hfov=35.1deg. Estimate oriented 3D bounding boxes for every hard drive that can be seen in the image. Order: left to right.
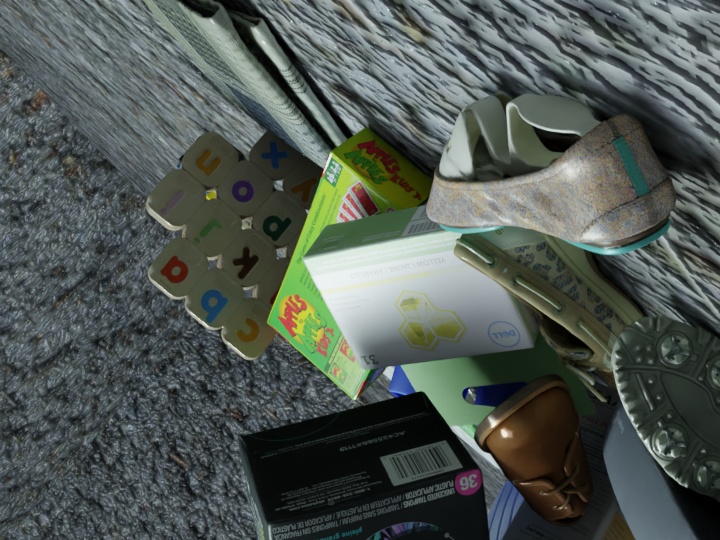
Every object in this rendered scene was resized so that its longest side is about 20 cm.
[{"bbox_3d":[0.216,0.168,0.692,0.134,0.042,0.201,37,-164,-17],"label":"hard drive"}]

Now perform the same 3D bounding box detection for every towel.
[{"bbox_3d":[-0.096,-0.168,0.917,0.192,0.035,0.200,38,173,48],"label":"towel"}]

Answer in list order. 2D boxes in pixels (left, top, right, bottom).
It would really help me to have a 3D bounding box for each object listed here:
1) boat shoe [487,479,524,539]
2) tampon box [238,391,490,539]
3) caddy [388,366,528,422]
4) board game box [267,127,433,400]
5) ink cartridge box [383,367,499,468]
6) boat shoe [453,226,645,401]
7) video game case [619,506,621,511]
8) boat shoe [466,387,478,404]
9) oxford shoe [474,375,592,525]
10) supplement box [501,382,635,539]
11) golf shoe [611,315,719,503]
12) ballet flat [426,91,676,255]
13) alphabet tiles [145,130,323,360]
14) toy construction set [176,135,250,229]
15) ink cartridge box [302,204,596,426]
[{"bbox_3d":[0.169,0.186,0.988,0.062,0.201,0.072,42,137,-5],"label":"boat shoe"},{"bbox_3d":[0.009,0.216,0.806,0.126,0.147,0.203,-128,27,-67],"label":"tampon box"},{"bbox_3d":[0.103,0.078,0.972,0.139,0.107,0.200,19,172,13],"label":"caddy"},{"bbox_3d":[0.000,0.000,0.884,0.101,0.047,0.201,40,137,14],"label":"board game box"},{"bbox_3d":[0.088,0.104,1.228,0.199,0.084,0.146,37,171,31],"label":"ink cartridge box"},{"bbox_3d":[0.124,0.022,0.718,0.200,0.063,0.073,47,169,-33],"label":"boat shoe"},{"bbox_3d":[0.303,0.218,0.824,0.142,0.018,0.199,9,-163,-42],"label":"video game case"},{"bbox_3d":[0.056,0.055,1.112,0.203,0.060,0.072,53,-170,11],"label":"boat shoe"},{"bbox_3d":[0.129,0.127,0.769,0.072,0.071,0.200,56,-178,29],"label":"oxford shoe"},{"bbox_3d":[0.184,0.210,0.906,0.073,0.201,0.126,19,158,42],"label":"supplement box"},{"bbox_3d":[0.216,0.104,0.689,0.200,0.078,0.097,44,177,-9],"label":"golf shoe"},{"bbox_3d":[0.083,-0.056,0.568,0.199,0.068,0.068,12,130,64],"label":"ballet flat"},{"bbox_3d":[-0.085,-0.027,0.995,0.199,0.197,0.015,39,151,-5],"label":"alphabet tiles"},{"bbox_3d":[-0.163,-0.093,1.416,0.198,0.093,0.131,17,157,45],"label":"toy construction set"},{"bbox_3d":[0.066,0.048,0.806,0.144,0.048,0.202,-10,121,34],"label":"ink cartridge box"}]
